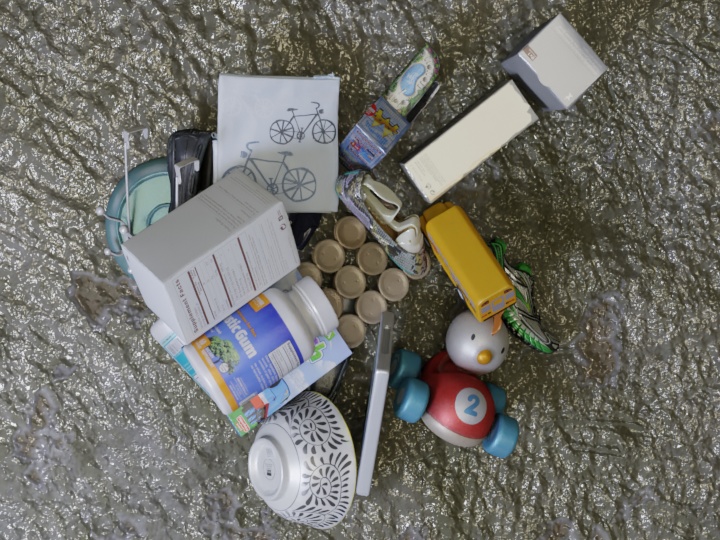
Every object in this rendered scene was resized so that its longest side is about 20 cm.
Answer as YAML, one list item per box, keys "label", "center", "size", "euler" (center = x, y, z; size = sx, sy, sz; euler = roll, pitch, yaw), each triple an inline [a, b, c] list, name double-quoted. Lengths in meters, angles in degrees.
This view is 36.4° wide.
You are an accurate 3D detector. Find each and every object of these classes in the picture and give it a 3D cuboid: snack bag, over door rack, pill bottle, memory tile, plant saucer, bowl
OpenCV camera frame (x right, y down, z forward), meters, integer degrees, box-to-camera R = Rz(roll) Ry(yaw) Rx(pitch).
- label: "snack bag"
  center: [-0.121, -0.182, 1.561]
  size: [0.185, 0.021, 0.204]
  euler: [-1, 100, -14]
- label: "over door rack"
  center: [-0.305, -0.085, 1.534]
  size: [0.066, 0.147, 0.203]
  euler: [-9, 121, -44]
- label: "pill bottle"
  center: [-0.132, 0.095, 1.488]
  size: [0.199, 0.112, 0.113]
  euler: [-35, 97, -12]
- label: "memory tile"
  center: [0.000, 0.000, 1.634]
  size: [0.200, 0.017, 0.154]
  euler: [-44, 97, -16]
- label: "pill bottle"
  center: [-0.208, 0.122, 1.621]
  size: [0.111, 0.111, 0.200]
  euler: [-42, 97, 2]
- label: "plant saucer"
  center: [-0.287, -0.068, 1.641]
  size: [0.196, 0.027, 0.204]
  euler: [0, 96, -2]
- label: "bowl"
  center: [-0.102, 0.282, 1.589]
  size: [0.093, 0.199, 0.205]
  euler: [-3, 98, -40]

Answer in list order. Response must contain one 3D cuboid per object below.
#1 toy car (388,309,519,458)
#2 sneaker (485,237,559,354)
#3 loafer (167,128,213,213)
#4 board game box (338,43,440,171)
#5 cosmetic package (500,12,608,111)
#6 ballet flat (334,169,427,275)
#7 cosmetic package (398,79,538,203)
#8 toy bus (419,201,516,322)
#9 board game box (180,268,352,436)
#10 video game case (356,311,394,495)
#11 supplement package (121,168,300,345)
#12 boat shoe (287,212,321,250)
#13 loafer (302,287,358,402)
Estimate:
- label: "toy car"
  center: [0.162, 0.133, 1.589]
  size: [0.182, 0.177, 0.202]
  euler: [22, 109, -14]
- label: "sneaker"
  center: [0.240, 0.041, 1.649]
  size: [0.085, 0.078, 0.201]
  euler: [-37, 96, 1]
- label: "loafer"
  center: [-0.238, -0.102, 1.582]
  size: [0.069, 0.068, 0.205]
  euler: [-1, 93, 14]
- label: "board game box"
  center: [0.045, -0.221, 1.553]
  size: [0.062, 0.200, 0.200]
  euler: [41, 93, -5]
- label: "cosmetic package"
  center: [0.271, -0.291, 1.555]
  size: [0.090, 0.200, 0.107]
  euler: [-43, 97, 3]
- label: "ballet flat"
  center: [0.046, -0.071, 1.588]
  size: [0.072, 0.072, 0.200]
  euler: [-43, 111, 2]
- label: "cosmetic package"
  center: [0.156, -0.190, 1.610]
  size: [0.199, 0.104, 0.074]
  euler: [-37, 97, 3]
- label: "toy bus"
  center: [0.150, -0.021, 1.590]
  size: [0.064, 0.079, 0.201]
  euler: [-28, 58, -3]
- label: "board game box"
  center: [-0.133, 0.115, 1.563]
  size: [0.199, 0.037, 0.152]
  euler: [-36, 95, -13]
- label: "video game case"
  center: [0.022, 0.188, 1.576]
  size: [0.023, 0.182, 0.203]
  euler: [8, 114, 1]
- label: "supplement package"
  center: [-0.199, -0.021, 1.473]
  size: [0.199, 0.117, 0.119]
  euler: [-35, 136, -21]
- label: "boat shoe"
  center: [-0.089, -0.127, 1.630]
  size: [0.092, 0.075, 0.203]
  euler: [26, 92, -24]
- label: "loafer"
  center: [-0.041, 0.121, 1.648]
  size: [0.067, 0.070, 0.204]
  euler: [16, 95, -4]
